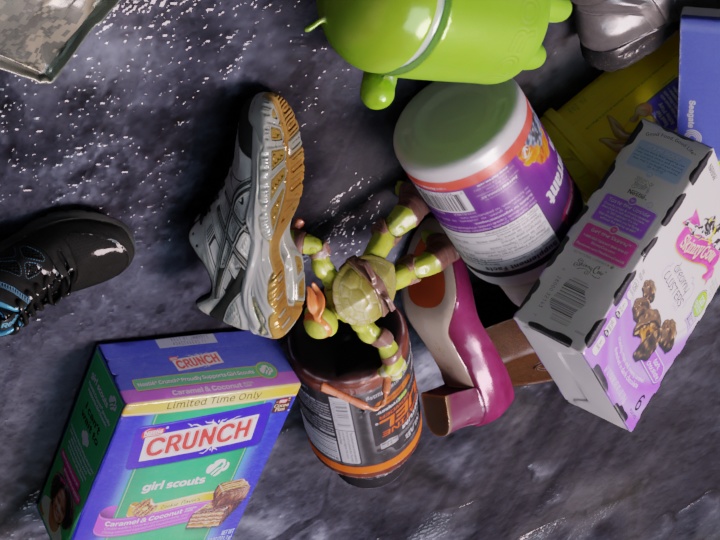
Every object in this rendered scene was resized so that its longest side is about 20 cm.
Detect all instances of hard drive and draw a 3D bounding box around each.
[{"bbox_3d":[0.352,-0.140,1.535,0.200,0.025,0.132,6,128,15],"label":"hard drive"}]

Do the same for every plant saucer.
[{"bbox_3d":[0.183,0.070,1.793,0.200,0.035,0.200,-12,164,-4],"label":"plant saucer"}]

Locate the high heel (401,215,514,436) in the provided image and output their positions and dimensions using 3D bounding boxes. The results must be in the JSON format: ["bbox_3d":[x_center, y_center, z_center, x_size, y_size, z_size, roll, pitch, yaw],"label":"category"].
[{"bbox_3d":[0.091,0.041,1.704,0.096,0.067,0.200,-19,115,-42],"label":"high heel"}]

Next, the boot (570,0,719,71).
[{"bbox_3d":[0.247,-0.251,1.527,0.200,0.070,0.132,-35,140,-7],"label":"boot"}]

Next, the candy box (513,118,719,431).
[{"bbox_3d":[0.225,0.006,1.584,0.200,0.071,0.168,-57,148,-12],"label":"candy box"}]

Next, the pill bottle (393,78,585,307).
[{"bbox_3d":[0.116,-0.059,1.566,0.111,0.111,0.200,-35,131,0],"label":"pill bottle"}]

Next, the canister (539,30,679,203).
[{"bbox_3d":[0.259,-0.134,1.652,0.200,0.087,0.149,-39,143,3],"label":"canister"}]

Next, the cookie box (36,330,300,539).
[{"bbox_3d":[-0.164,0.149,1.645,0.171,0.075,0.200,-5,134,-34],"label":"cookie box"}]

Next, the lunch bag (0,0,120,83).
[{"bbox_3d":[-0.242,-0.218,1.082,0.118,0.164,0.200,-44,144,23],"label":"lunch bag"}]

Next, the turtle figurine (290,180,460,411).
[{"bbox_3d":[0.000,0.000,1.574,0.161,0.200,0.064,-43,-167,-24],"label":"turtle figurine"}]

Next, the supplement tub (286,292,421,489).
[{"bbox_3d":[-0.001,0.111,1.708,0.107,0.107,0.200,-27,144,-12],"label":"supplement tub"}]

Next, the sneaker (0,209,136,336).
[{"bbox_3d":[-0.250,0.014,1.414,0.200,0.082,0.073,-15,138,-28],"label":"sneaker"}]

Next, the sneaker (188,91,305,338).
[{"bbox_3d":[-0.094,-0.042,1.483,0.076,0.088,0.200,-42,140,-57],"label":"sneaker"}]

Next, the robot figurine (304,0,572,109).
[{"bbox_3d":[0.054,-0.194,1.390,0.200,0.116,0.176,0,131,-39],"label":"robot figurine"}]
